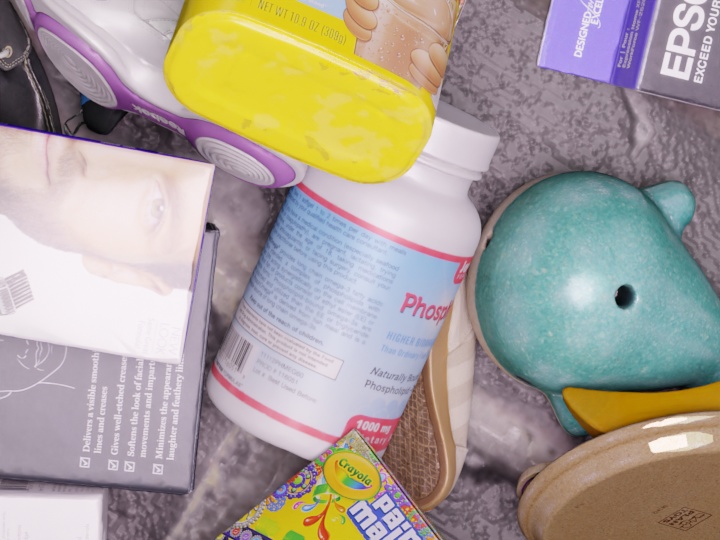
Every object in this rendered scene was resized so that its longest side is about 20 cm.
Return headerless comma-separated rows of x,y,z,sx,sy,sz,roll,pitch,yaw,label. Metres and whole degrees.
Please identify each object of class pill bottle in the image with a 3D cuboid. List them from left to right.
0.000,0.000,1.364,0.108,0.109,0.201,23,101,-6,pill bottle

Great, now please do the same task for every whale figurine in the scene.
0.161,0.024,1.414,0.199,0.104,0.160,27,86,-19,whale figurine

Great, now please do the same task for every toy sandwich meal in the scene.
0.185,0.110,1.412,0.204,0.206,0.071,-5,57,-5,toy sandwich meal

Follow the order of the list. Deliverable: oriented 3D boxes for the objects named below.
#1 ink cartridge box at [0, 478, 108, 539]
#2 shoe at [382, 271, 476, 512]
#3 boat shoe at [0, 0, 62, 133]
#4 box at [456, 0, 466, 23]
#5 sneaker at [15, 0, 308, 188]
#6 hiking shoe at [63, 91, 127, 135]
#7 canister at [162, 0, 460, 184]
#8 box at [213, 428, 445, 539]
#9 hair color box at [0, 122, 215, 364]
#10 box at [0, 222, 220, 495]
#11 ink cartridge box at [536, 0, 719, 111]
-0.243,0.147,1.383,0.199,0.116,0.068,2,93,-4,ink cartridge box
0.032,0.039,1.439,0.070,0.053,0.201,-2,89,25,shoe
-0.226,-0.132,1.394,0.072,0.068,0.201,-23,97,-5,boat shoe
-0.036,-0.181,1.421,0.199,0.041,0.039,23,91,-7,box
-0.098,-0.126,1.352,0.199,0.075,0.100,31,72,7,sneaker
-0.066,-0.107,1.412,0.199,0.074,0.087,7,96,6,hiking shoe
-0.015,-0.154,1.295,0.148,0.087,0.201,23,46,-10,canister
-0.010,0.230,1.357,0.192,0.122,0.200,-37,138,-2,box
-0.183,-0.021,1.299,0.199,0.065,0.110,10,91,-7,hair color box
-0.185,0.038,1.386,0.199,0.107,0.149,6,93,-6,box
0.221,-0.191,1.443,0.199,0.043,0.199,12,93,-5,ink cartridge box
